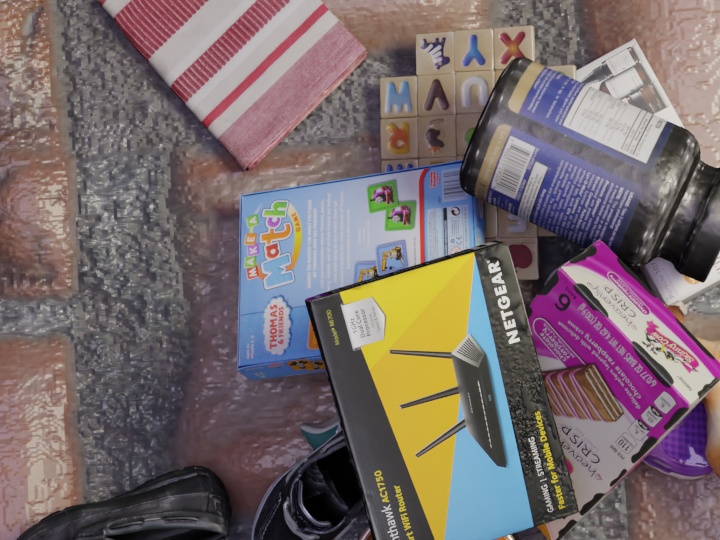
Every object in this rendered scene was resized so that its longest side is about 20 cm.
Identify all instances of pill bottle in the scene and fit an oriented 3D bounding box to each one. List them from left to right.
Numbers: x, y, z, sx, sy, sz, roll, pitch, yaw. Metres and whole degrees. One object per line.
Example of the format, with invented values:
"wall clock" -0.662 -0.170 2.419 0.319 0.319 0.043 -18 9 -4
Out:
"pill bottle" 0.183 -0.071 1.242 0.199 0.112 0.113 26 88 9

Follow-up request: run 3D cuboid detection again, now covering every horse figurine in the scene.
"horse figurine" 0.293 0.110 1.261 0.132 0.050 0.202 -10 84 -39

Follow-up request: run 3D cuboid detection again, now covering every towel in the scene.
"towel" -0.107 -0.202 1.393 0.144 0.023 0.200 -43 79 4

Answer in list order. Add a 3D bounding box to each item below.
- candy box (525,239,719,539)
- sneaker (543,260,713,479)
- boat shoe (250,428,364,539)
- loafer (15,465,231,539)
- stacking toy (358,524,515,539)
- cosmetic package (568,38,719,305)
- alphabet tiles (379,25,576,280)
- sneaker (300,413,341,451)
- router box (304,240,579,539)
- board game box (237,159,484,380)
"candy box" 0.161 0.094 1.244 0.136 0.061 0.200 47 136 14
"sneaker" 0.211 0.076 1.288 0.080 0.088 0.201 -37 82 1
"boat shoe" -0.031 0.177 1.281 0.072 0.068 0.200 49 124 4
"loafer" -0.198 0.221 1.331 0.199 0.068 0.071 -22 43 3
"stacking toy" 0.049 0.242 1.236 0.145 0.200 0.148 -1 84 8
"cosmetic package" 0.229 -0.074 1.319 0.082 0.051 0.201 -29 81 5
"alphabet tiles" 0.093 -0.092 1.334 0.165 0.006 0.202 -1 91 21
"sneaker" 0.031 0.079 1.320 0.093 0.070 0.200 37 93 4
"router box" 0.058 0.096 1.188 0.148 0.051 0.202 -17 94 -6
"board game box" 0.000 0.000 1.315 0.198 0.037 0.153 -7 67 16
